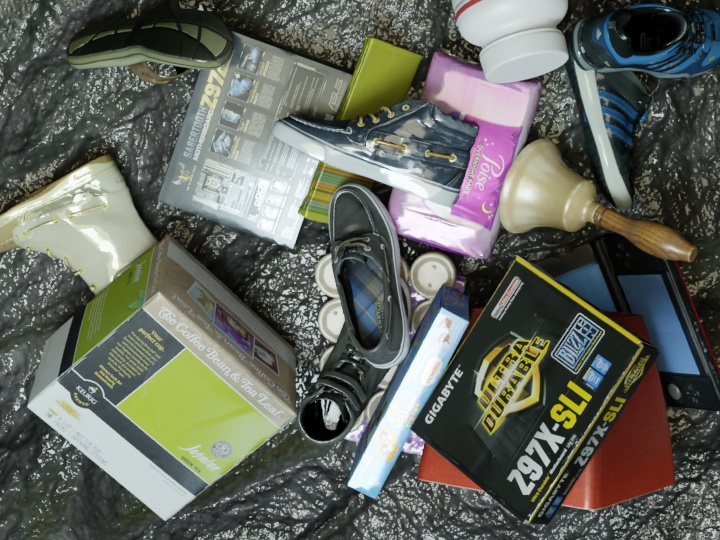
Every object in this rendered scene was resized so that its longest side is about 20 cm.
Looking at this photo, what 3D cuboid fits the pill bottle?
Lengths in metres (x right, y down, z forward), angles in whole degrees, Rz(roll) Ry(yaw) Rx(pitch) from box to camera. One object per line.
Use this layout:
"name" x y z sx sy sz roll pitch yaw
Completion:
"pill bottle" 0.141 -0.295 1.476 0.112 0.112 0.200 -14 81 6

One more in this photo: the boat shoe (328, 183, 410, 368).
"boat shoe" 0.000 0.000 1.499 0.070 0.066 0.200 -15 72 19

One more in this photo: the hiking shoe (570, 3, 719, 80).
"hiking shoe" 0.311 -0.229 1.482 0.200 0.087 0.075 -10 92 -25

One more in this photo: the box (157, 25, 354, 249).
"box" -0.109 -0.142 1.573 0.158 0.051 0.200 19 100 0

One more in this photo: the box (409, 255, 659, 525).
"box" 0.160 0.112 1.389 0.160 0.049 0.200 37 100 32

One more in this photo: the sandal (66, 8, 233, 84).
"sandal" -0.214 -0.227 1.546 0.201 0.080 0.057 4 137 31

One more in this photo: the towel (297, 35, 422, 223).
"towel" 0.000 -0.143 1.559 0.018 0.086 0.200 29 102 39

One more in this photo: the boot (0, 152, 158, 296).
"boot" -0.316 -0.015 1.600 0.200 0.072 0.155 -30 98 8

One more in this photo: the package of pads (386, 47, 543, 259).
"package of pads" 0.107 -0.121 1.549 0.120 0.076 0.200 17 100 4

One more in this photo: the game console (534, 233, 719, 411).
"game console" 0.265 0.072 1.553 0.119 0.172 0.200 -26 98 -19

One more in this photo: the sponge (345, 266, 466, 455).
"sponge" 0.039 0.093 1.612 0.111 0.030 0.200 13 100 2

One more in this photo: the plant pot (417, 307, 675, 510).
"plant pot" 0.195 0.127 1.498 0.200 0.200 0.177 5 93 34

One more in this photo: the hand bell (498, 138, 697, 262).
"hand bell" 0.249 -0.053 1.488 0.200 0.104 0.104 25 102 35

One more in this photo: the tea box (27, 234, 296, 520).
"tea box" -0.201 0.112 1.544 0.197 0.134 0.200 -38 113 17

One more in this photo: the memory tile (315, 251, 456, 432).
"memory tile" 0.030 0.078 1.588 0.153 0.017 0.200 -1 98 5

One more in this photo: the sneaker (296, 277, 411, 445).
"sneaker" -0.004 0.100 1.535 0.071 0.099 0.200 27 98 2

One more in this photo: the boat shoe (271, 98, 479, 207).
"boat shoe" 0.017 -0.139 1.488 0.200 0.071 0.091 20 97 -4

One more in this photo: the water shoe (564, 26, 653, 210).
"water shoe" 0.269 -0.162 1.534 0.079 0.072 0.200 -16 98 1

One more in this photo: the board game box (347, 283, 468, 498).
"board game box" 0.050 0.118 1.507 0.037 0.151 0.200 26 99 0
